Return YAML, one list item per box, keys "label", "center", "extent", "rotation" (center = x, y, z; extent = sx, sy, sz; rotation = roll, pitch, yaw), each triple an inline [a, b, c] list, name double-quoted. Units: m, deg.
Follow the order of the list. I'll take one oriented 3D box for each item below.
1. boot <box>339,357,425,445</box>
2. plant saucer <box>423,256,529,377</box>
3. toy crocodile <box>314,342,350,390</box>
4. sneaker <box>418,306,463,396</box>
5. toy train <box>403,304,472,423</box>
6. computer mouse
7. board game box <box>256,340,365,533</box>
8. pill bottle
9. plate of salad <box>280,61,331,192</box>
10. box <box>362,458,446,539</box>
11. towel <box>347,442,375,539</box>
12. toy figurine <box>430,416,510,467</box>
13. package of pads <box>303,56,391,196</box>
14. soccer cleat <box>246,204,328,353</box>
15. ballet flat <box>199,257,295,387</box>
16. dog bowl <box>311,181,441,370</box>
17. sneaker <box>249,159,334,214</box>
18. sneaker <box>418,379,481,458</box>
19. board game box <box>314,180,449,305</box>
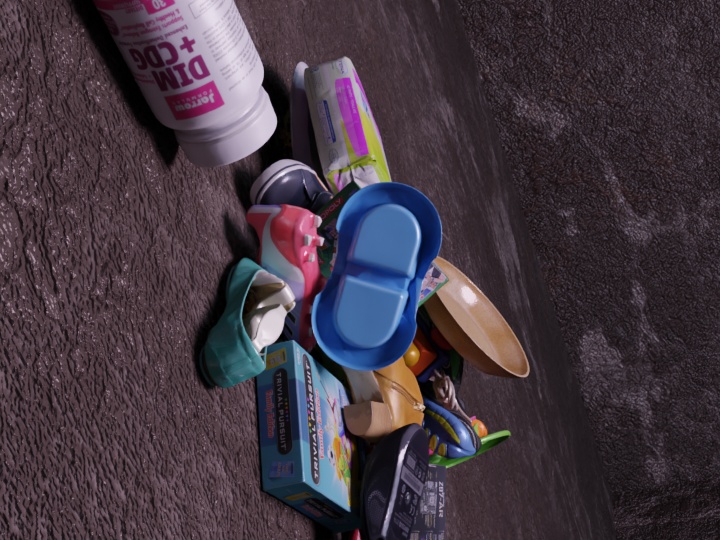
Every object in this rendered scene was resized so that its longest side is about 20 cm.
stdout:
- label: "boot"
  center: [0.024, 0.102, 1.390]
  extent: [0.144, 0.071, 0.202]
  rotation: [23, 63, -63]
- label: "plant saucer"
  center: [0.138, 0.067, 1.560]
  extent: [0.200, 0.035, 0.200]
  rotation: [43, 18, -17]
- label: "toy crocodile"
  center: [-0.003, 0.132, 1.479]
  extent: [0.067, 0.062, 0.200]
  rotation: [39, -2, 30]
- label: "sneaker"
  center: [0.079, 0.091, 1.612]
  extent: [0.078, 0.085, 0.200]
  rotation: [95, -23, -45]
- label: "toy train"
  center: [0.060, 0.105, 1.505]
  extent: [0.116, 0.085, 0.200]
  rotation: [14, 36, -55]
- label: "computer mouse"
  center: [0.022, 0.255, 1.302]
  extent: [0.139, 0.053, 0.200]
  rotation: [57, 45, -51]
- label: "board game box"
  center: [-0.048, 0.181, 1.290]
  extent: [0.200, 0.047, 0.151]
  rotation: [50, 30, -59]
- label: "pill bottle"
  center: [-0.156, -0.201, 1.107]
  extent: [0.113, 0.113, 0.200]
  rotation: [-85, 155, -50]
- label: "plate of salad"
  center: [-0.070, -0.156, 1.501]
  extent: [0.200, 0.048, 0.201]
  rotation: [-4, 90, -80]
- label: "box"
  center: [0.053, 0.325, 1.423]
  extent: [0.160, 0.043, 0.201]
  rotation: [24, 65, -64]
- label: "towel"
  center: [0.031, 0.268, 1.462]
  extent: [0.145, 0.022, 0.200]
  rotation: [58, 37, -49]
- label: "toy figurine"
  center: [0.093, 0.183, 1.713]
  extent: [0.200, 0.150, 0.184]
  rotation: [-5, 66, -50]
- label: "package of pads"
  center: [-0.005, -0.136, 1.462]
  extent: [0.200, 0.068, 0.155]
  rotation: [62, 13, -63]
- label: "soccer cleat"
  center: [-0.078, 0.010, 1.300]
  extent: [0.200, 0.076, 0.067]
  rotation: [89, 23, -43]
- label: "ballet flat"
  center: [-0.099, 0.044, 1.179]
  extent: [0.200, 0.070, 0.067]
  rotation: [-77, 146, -60]
- label: "dog bowl"
  center: [0.018, 0.006, 1.290]
  extent: [0.050, 0.111, 0.200]
  rotation: [9, 97, -87]
- label: "sneaker"
  center: [-0.054, -0.060, 1.376]
  extent: [0.079, 0.078, 0.200]
  rotation: [45, 2, 23]
- label: "sneaker"
  center: [0.088, 0.179, 1.612]
  extent: [0.083, 0.071, 0.200]
  rotation: [24, 18, -51]
- label: "board game box"
  center: [0.000, 0.000, 1.390]
  extent: [0.200, 0.135, 0.029]
  rotation: [43, 8, -45]
